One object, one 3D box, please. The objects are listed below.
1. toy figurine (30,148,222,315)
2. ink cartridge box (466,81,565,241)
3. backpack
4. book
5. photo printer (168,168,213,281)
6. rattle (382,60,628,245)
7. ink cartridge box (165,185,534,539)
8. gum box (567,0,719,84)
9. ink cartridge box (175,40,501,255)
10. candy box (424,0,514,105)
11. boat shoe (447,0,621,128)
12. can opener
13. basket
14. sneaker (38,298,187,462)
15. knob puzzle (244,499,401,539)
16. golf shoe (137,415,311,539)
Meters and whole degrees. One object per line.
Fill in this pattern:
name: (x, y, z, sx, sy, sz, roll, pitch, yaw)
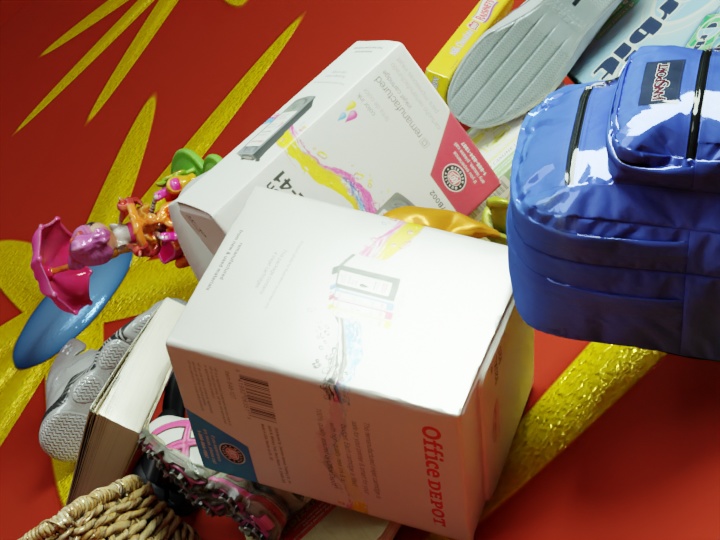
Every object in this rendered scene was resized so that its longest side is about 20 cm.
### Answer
toy figurine: (-0.220, -0.026, 1.589, 0.184, 0.150, 0.200, -20, -6, -22)
ink cartridge box: (0.116, -0.113, 1.424, 0.146, 0.048, 0.200, -42, 27, 8)
backpack: (0.186, -0.048, 0.992, 0.200, 0.168, 0.163, 3, 37, 16)
book: (-0.200, 0.129, 1.453, 0.200, 0.048, 0.134, 117, 179, -52)
photo printer: (-0.066, -0.027, 1.438, 0.200, 0.167, 0.069, -23, 12, 39)
rattle: (0.127, -0.096, 1.217, 0.200, 0.143, 0.130, -59, 6, 28)
ink cartridge box: (0.002, 0.061, 1.103, 0.200, 0.147, 0.145, 14, 53, 17)
gum box: (0.254, -0.188, 1.323, 0.170, 0.045, 0.200, -44, 23, 6)
ink cartridge box: (-0.015, -0.058, 1.277, 0.200, 0.148, 0.086, -44, 23, -15)
candy box: (0.087, -0.172, 1.472, 0.200, 0.026, 0.102, -55, -18, -51)
boat shoe: (0.156, -0.191, 1.364, 0.200, 0.074, 0.067, -41, -4, 16)
can opener: (-0.149, 0.142, 1.435, 0.200, 0.063, 0.079, -79, 13, -66)
basket: (-0.243, 0.237, 1.316, 0.200, 0.149, 0.143, -36, 25, 21)
sneaker: (-0.242, 0.089, 1.639, 0.200, 0.075, 0.115, -46, 26, 7)
knob puzzle: (-0.004, 0.155, 1.208, 0.220, 0.030, 0.220, -36, 25, 19)
golf shoe: (-0.093, 0.140, 1.260, 0.092, 0.073, 0.200, -47, 33, -19)
